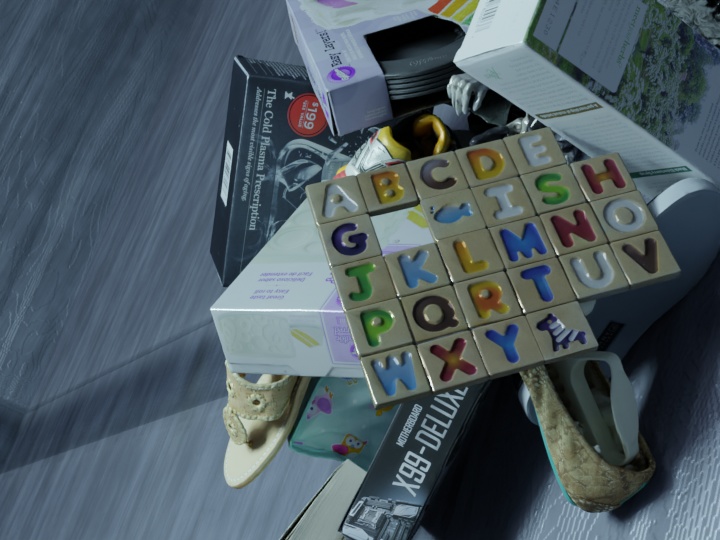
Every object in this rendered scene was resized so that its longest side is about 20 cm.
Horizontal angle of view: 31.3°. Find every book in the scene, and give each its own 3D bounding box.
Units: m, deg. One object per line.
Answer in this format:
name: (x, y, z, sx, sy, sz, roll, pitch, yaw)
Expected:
book: (-0.060, 0.255, 1.033, 0.134, 0.048, 0.201, -51, -8, -47)

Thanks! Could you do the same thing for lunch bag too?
lunch bag: (0.005, 0.051, 1.120, 0.202, 0.120, 0.170, -66, 19, 9)

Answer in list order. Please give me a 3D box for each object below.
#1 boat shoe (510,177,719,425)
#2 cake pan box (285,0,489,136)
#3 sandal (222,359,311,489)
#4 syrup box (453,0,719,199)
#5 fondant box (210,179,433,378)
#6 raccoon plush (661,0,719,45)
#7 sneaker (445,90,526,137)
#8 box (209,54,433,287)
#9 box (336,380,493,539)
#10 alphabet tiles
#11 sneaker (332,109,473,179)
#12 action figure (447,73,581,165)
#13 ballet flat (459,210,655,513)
boat shoe: (0.163, 0.011, 0.848, 0.201, 0.073, 0.068, -62, 32, 30)
cake pan box: (0.039, -0.204, 1.130, 0.181, 0.053, 0.201, -18, 38, -2)
sandal: (-0.075, 0.077, 1.036, 0.213, 0.069, 0.078, -53, 34, 16)
syrup box: (0.166, -0.119, 0.816, 0.081, 0.198, 0.080, -2, 62, 62)
fondant box: (0.000, 0.000, 0.952, 0.142, 0.059, 0.200, 0, 32, 26)
raccoon plush: (0.258, -0.231, 0.902, 0.135, 0.096, 0.199, -60, 18, -15)
sneaker: (0.142, -0.180, 1.155, 0.103, 0.061, 0.200, 20, 48, 34)
box: (-0.040, -0.088, 1.229, 0.104, 0.179, 0.203, -127, 43, -67)
box: (0.059, 0.098, 0.927, 0.202, 0.049, 0.158, -64, -8, 3)
alphabet tiles: (0.081, -0.012, 0.767, 0.008, 0.197, 0.169, 85, 168, -52)
sneaker: (0.064, -0.094, 1.114, 0.199, 0.078, 0.082, -20, -25, -53)
action figure: (0.131, -0.115, 1.005, 0.102, 0.118, 0.202, -25, -32, -51)
ballet flat: (0.125, 0.047, 0.784, 0.065, 0.202, 0.070, -27, 0, 43)
